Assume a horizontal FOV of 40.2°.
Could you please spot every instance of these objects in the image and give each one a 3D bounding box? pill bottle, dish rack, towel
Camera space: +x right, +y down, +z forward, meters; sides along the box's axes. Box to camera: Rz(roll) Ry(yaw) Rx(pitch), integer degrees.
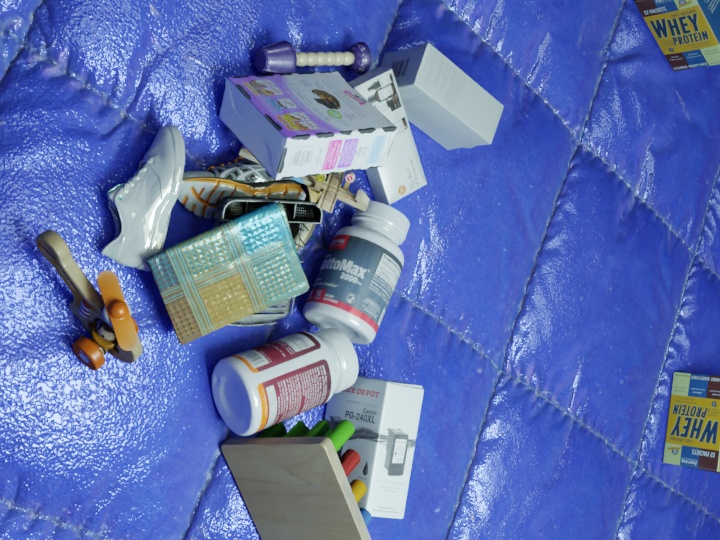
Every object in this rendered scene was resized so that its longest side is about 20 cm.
[{"bbox_3d":[-0.107,0.156,1.439,0.199,0.114,0.116,-17,101,-38],"label":"pill bottle"},{"bbox_3d":[-0.144,-0.010,1.403,0.152,0.055,0.202,1,110,-27],"label":"dish rack"},{"bbox_3d":[0.000,0.000,1.524,0.119,0.119,0.202,35,68,-34],"label":"pill bottle"},{"bbox_3d":[-0.179,0.004,1.348,0.198,0.022,0.148,-24,120,-14],"label":"towel"}]

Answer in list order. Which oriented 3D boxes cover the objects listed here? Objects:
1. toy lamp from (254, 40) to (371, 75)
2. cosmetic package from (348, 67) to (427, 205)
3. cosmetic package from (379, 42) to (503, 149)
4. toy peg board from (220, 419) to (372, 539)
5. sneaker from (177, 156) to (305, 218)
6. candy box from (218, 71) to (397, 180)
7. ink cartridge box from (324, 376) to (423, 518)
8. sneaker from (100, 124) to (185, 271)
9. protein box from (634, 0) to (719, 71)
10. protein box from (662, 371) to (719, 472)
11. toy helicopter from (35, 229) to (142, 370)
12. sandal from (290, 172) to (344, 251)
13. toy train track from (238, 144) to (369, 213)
[{"bbox_3d":[-0.073,-0.322,1.503,0.199,0.058,0.059,-9,96,-40],"label":"toy lamp"},{"bbox_3d":[0.037,-0.214,1.575,0.082,0.051,0.202,-29,115,-19],"label":"cosmetic package"},{"bbox_3d":[0.131,-0.285,1.637,0.199,0.112,0.082,30,72,-37],"label":"cosmetic package"},{"bbox_3d":[-0.070,0.310,1.429,0.098,0.198,0.201,-41,115,-48],"label":"toy peg board"},{"bbox_3d":[-0.178,-0.125,1.413,0.198,0.078,0.078,1,59,-34],"label":"sneaker"},{"bbox_3d":[-0.075,-0.213,1.417,0.198,0.168,0.072,-11,134,-37],"label":"candy box"},{"bbox_3d":[0.010,0.265,1.516,0.083,0.145,0.202,15,81,-37],"label":"ink cartridge box"},{"bbox_3d":[-0.294,-0.106,1.315,0.088,0.075,0.202,15,81,-27],"label":"sneaker"},{"bbox_3d":[0.721,-0.576,2.101,0.200,0.134,0.199,47,62,-29],"label":"protein box"},{"bbox_3d":[0.789,0.344,2.173,0.197,0.134,0.202,17,79,-39],"label":"protein box"},{"bbox_3d":[-0.338,0.036,1.233,0.079,0.132,0.201,-44,116,-30],"label":"toy helicopter"},{"bbox_3d":[-0.081,-0.116,1.488,0.054,0.080,0.201,36,72,-25],"label":"sandal"},{"bbox_3d":[-0.076,-0.142,1.408,0.198,0.033,0.115,23,31,-6],"label":"toy train track"}]
